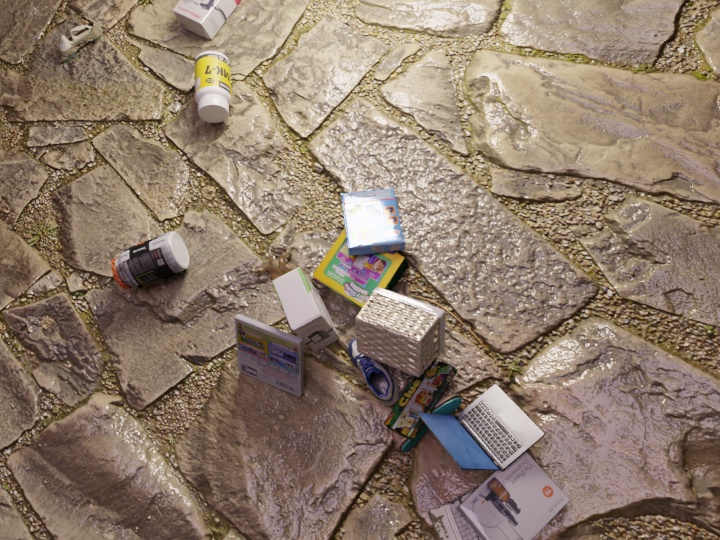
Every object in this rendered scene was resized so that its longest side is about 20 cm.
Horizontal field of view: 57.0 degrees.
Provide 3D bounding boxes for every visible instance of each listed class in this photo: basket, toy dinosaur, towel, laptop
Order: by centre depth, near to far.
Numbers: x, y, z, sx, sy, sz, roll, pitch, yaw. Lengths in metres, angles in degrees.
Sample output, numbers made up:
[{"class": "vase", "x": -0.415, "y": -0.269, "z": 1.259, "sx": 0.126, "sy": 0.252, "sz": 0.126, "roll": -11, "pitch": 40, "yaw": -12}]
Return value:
[{"class": "towel", "x": 0.273, "y": 0.596, "z": 1.489, "sx": 0.191, "sy": 0.035, "sz": 0.202, "roll": -26, "pitch": 67, "yaw": 8}, {"class": "laptop", "x": 0.270, "y": 0.345, "z": 1.493, "sx": 0.199, "sy": 0.116, "sz": 0.187, "roll": -38, "pitch": 40, "yaw": -5}, {"class": "basket", "x": 0.094, "y": 0.151, "z": 1.618, "sx": 0.198, "sy": 0.137, "sz": 0.123, "roll": 18, "pitch": 41, "yaw": 26}, {"class": "toy dinosaur", "x": -0.215, "y": -0.018, "z": 1.852, "sx": 0.197, "sy": 0.058, "sz": 0.103, "roll": 3, "pitch": 85, "yaw": 25}]

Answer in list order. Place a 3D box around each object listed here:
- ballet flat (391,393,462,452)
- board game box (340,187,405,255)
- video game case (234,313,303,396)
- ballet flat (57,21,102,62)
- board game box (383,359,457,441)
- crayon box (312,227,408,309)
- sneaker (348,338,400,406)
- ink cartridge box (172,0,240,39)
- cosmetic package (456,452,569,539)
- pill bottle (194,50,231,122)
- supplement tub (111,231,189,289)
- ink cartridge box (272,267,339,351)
[{"class": "ballet flat", "x": 0.153, "y": 0.349, "z": 1.596, "sx": 0.199, "sy": 0.068, "sz": 0.067, "roll": -39, "pitch": 48, "yaw": -3}, {"class": "board game box", "x": 0.031, "y": -0.133, "z": 1.780, "sx": 0.149, "sy": 0.037, "sz": 0.202, "roll": -6, "pitch": 50, "yaw": -3}, {"class": "video game case", "x": -0.234, "y": 0.218, "z": 1.703, "sx": 0.198, "sy": 0.184, "sz": 0.022, "roll": 18, "pitch": 36, "yaw": 22}, {"class": "ballet flat", "x": -1.015, "y": -0.823, "z": 2.360, "sx": 0.199, "sy": 0.075, "sz": 0.068, "roll": -32, "pitch": 66, "yaw": 2}, {"class": "board game box", "x": 0.144, "y": 0.305, "z": 1.593, "sx": 0.201, "sy": 0.023, "sz": 0.104, "roll": -54, "pitch": 29, "yaw": -17}, {"class": "crayon box", "x": 0.000, "y": 0.000, "z": 1.773, "sx": 0.199, "sy": 0.058, "sz": 0.174, "roll": 31, "pitch": 81, "yaw": 24}, {"class": "sneaker", "x": 0.032, "y": 0.242, "z": 1.656, "sx": 0.075, "sy": 0.088, "sz": 0.201, "roll": -39, "pitch": 63, "yaw": 0}, {"class": "ink cartridge box", "x": -0.515, "y": -0.904, "z": 2.246, "sx": 0.144, "sy": 0.084, "sz": 0.201, "roll": 30, "pitch": 80, "yaw": 24}, {"class": "cosmetic package", "x": 0.333, "y": 0.513, "z": 1.456, "sx": 0.199, "sy": 0.052, "sz": 0.151, "roll": -37, "pitch": 73, "yaw": -17}, {"class": "pill bottle", "x": -0.465, "y": -0.577, "z": 2.092, "sx": 0.113, "sy": 0.114, "sz": 0.203, "roll": -11, "pitch": 67, "yaw": 11}, {"class": "supplement tub", "x": -0.607, "y": -0.025, "z": 1.916, "sx": 0.197, "sy": 0.123, "sz": 0.124, "roll": -20, "pitch": 66, "yaw": 6}, {"class": "ink cartridge box", "x": -0.137, "y": 0.104, "z": 1.694, "sx": 0.083, "sy": 0.200, "sz": 0.147, "roll": -27, "pitch": 65, "yaw": 1}]
